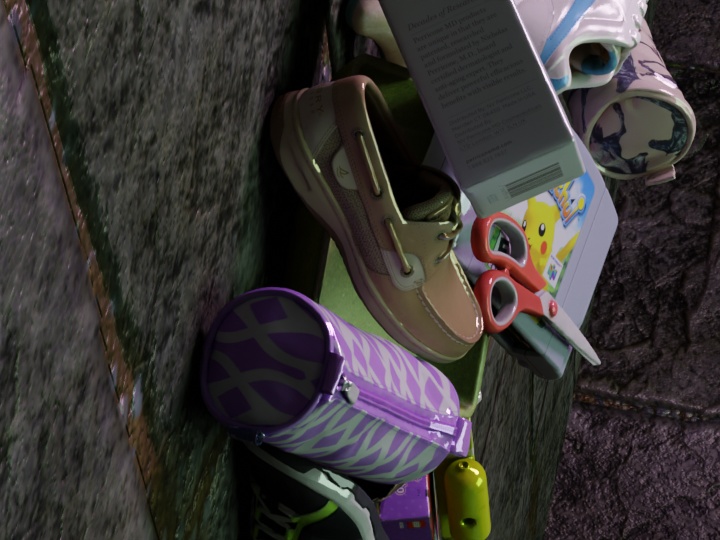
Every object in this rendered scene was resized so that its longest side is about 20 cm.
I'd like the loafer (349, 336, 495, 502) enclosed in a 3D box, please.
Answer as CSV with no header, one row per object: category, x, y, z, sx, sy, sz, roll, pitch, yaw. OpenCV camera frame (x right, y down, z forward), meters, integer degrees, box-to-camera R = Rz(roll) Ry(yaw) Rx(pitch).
loafer,0.039,0.087,1.691,0.071,0.073,0.200,-75,-175,-55

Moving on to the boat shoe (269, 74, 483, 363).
boat shoe,0.024,-0.025,1.395,0.200,0.064,0.071,53,31,-35

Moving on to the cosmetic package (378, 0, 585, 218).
cosmetic package,0.055,-0.139,1.416,0.101,0.071,0.200,46,21,-77

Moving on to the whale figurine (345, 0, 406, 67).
whale figurine,0.047,-0.224,1.555,0.200,0.104,0.159,-58,145,-6

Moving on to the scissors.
scissors,0.113,0.013,1.540,0.200,0.014,0.073,19,70,-60

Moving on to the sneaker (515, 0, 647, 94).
sneaker,0.151,-0.166,1.618,0.200,0.081,0.077,-36,166,-36

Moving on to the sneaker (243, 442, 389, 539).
sneaker,-0.033,0.164,1.478,0.083,0.072,0.200,-46,144,-12

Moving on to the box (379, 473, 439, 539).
box,0.035,0.159,1.874,0.200,0.039,0.137,80,5,-63

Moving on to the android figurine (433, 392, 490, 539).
android figurine,0.069,0.110,1.842,0.182,0.041,0.200,-93,178,-49

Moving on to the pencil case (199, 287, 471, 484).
pencil case,-0.012,0.065,1.345,0.200,0.085,0.084,27,68,-65

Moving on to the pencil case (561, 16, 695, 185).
pencil case,0.168,-0.146,1.704,0.089,0.078,0.200,46,20,-40

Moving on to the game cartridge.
game cartridge,0.099,-0.032,1.554,0.200,0.040,0.133,45,57,-51

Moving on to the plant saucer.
plant saucer,0.017,-0.018,1.510,0.200,0.048,0.200,12,88,-56
